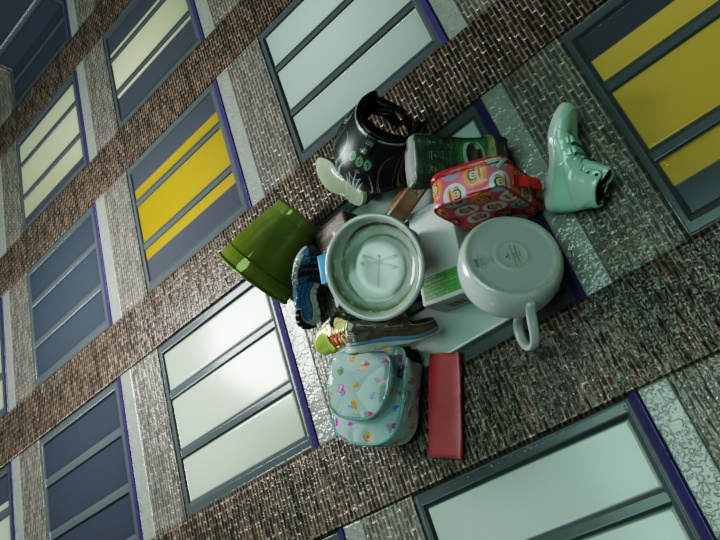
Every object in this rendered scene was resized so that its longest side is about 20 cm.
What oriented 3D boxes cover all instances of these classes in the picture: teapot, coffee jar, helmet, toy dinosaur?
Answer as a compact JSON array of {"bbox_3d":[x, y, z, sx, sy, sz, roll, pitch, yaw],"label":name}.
[{"bbox_3d":[0.264,0.014,1.174,0.197,0.146,0.200,25,61,19],"label":"teapot"},{"bbox_3d":[0.190,-0.209,1.264,0.085,0.200,0.105,125,144,-75],"label":"coffee jar"},{"bbox_3d":[0.036,-0.258,1.385,0.191,0.200,0.200,115,142,-54],"label":"helmet"},{"bbox_3d":[-0.015,0.092,1.294,0.088,0.200,0.047,-46,17,-3],"label":"toy dinosaur"}]

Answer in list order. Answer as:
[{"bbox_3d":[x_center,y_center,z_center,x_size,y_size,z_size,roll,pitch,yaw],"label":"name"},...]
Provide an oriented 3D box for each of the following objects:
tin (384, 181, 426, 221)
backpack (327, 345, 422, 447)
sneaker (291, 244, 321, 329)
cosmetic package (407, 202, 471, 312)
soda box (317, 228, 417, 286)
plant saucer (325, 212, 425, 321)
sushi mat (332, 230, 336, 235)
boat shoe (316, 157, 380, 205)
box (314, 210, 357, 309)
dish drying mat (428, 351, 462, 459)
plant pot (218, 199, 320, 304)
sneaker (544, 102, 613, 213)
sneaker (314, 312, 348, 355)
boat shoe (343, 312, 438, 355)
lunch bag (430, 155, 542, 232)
[{"bbox_3d":[0.115,-0.174,1.351,0.042,0.112,0.200,35,84,-2],"label":"tin"},{"bbox_3d":[0.026,0.250,1.295,0.176,0.153,0.200,-5,78,30],"label":"backpack"},{"bbox_3d":[-0.128,0.029,1.491,0.087,0.075,0.200,-120,34,-61],"label":"sneaker"},{"bbox_3d":[0.171,-0.030,1.294,0.108,0.085,0.200,-26,64,35],"label":"cosmetic package"},{"bbox_3d":[0.018,-0.024,1.300,0.200,0.068,0.064,-20,69,24],"label":"soda box"},{"bbox_3d":[0.032,-0.007,1.223,0.200,0.050,0.201,1,93,25],"label":"plant saucer"},{"bbox_3d":[0.000,0.000,1.353,0.096,0.012,0.200,-20,72,24],"label":"sushi mat"},{"bbox_3d":[-0.031,-0.211,1.522,0.201,0.060,0.072,41,139,40],"label":"boat shoe"},{"bbox_3d":[-0.023,-0.022,1.452,0.100,0.075,0.200,-35,58,32],"label":"box"},{"bbox_3d":[0.165,0.260,1.267,0.077,0.018,0.200,-9,74,37],"label":"dish drying mat"},{"bbox_3d":[-0.196,-0.057,1.539,0.200,0.200,0.193,38,91,38],"label":"plant pot"},{"bbox_3d":[0.398,-0.202,1.163,0.118,0.074,0.201,4,91,46],"label":"sneaker"},{"bbox_3d":[-0.029,0.132,1.393,0.200,0.090,0.078,-32,99,29],"label":"sneaker"},{"bbox_3d":[0.062,0.107,1.258,0.072,0.200,0.073,-8,93,62],"label":"boat shoe"},{"bbox_3d":[0.241,-0.137,1.192,0.176,0.200,0.082,-15,71,32],"label":"lunch bag"}]
